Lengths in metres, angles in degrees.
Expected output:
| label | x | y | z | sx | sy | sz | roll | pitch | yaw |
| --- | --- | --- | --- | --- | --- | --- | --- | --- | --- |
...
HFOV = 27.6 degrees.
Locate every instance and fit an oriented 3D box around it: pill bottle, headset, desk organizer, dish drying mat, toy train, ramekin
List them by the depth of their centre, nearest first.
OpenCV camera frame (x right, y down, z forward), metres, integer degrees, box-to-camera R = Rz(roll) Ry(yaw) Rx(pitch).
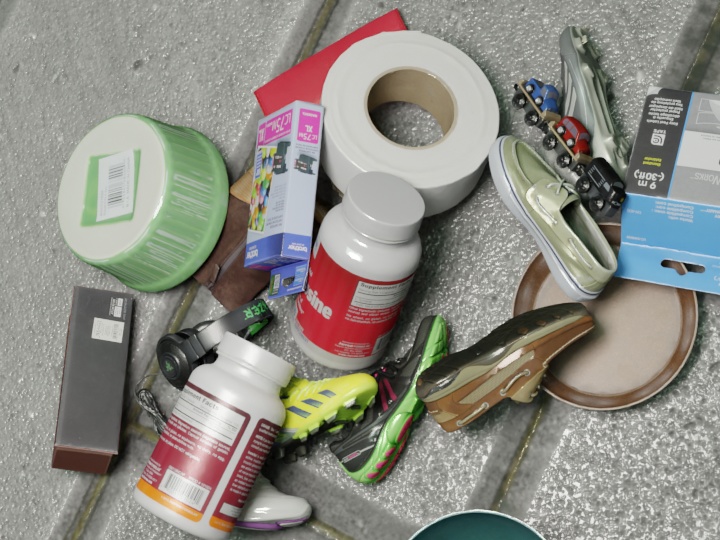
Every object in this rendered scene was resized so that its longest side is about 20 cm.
| label | x | y | z | sx | sy | sz | roll | pitch | yaw |
| --- | --- | --- | --- | --- | --- | --- | --- | --- | --- |
| pill bottle | -0.148 | 0.174 | 1.545 | 0.112 | 0.113 | 0.202 | 24 | 84 | 21 |
| toy train | 0.220 | -0.138 | 1.550 | 0.046 | 0.034 | 0.201 | -50 | 52 | 26 |
| pill bottle | 0.000 | 0.000 | 1.553 | 0.112 | 0.112 | 0.201 | 39 | 132 | 22 |
| headset | -0.176 | 0.107 | 1.650 | 0.199 | 0.123 | 0.095 | -34 | 83 | 24 |
| ramekin | -0.258 | -0.084 | 1.698 | 0.198 | 0.097 | 0.203 | -11 | 71 | 32 |
| desk organizer | -0.312 | 0.128 | 1.702 | 0.071 | 0.077 | 0.202 | 9 | 60 | -14 |
| dish drying mat | -0.027 | -0.229 | 1.730 | 0.198 | 0.018 | 0.077 | -29 | 71 | 9 |

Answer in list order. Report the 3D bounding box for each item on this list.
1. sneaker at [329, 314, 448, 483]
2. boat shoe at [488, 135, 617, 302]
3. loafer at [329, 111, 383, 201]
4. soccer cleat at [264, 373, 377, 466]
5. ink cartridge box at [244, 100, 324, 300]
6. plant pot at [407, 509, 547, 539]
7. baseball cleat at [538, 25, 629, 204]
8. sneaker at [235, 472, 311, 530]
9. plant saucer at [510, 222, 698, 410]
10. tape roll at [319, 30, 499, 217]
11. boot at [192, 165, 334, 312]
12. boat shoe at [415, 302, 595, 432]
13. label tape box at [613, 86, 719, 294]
| label | x | y | z | sx | sy | sz | roll | pitch | yaw |
| --- | --- | --- | --- | --- | --- | --- | --- | --- | --- |
| sneaker | 0.031 | 0.131 | 1.592 | 0.083 | 0.077 | 0.201 | 30 | 86 | 18 |
| boat shoe | 0.207 | -0.065 | 1.543 | 0.062 | 0.072 | 0.201 | -44 | 71 | 44 |
| loafer | 0.000 | -0.103 | 1.655 | 0.075 | 0.068 | 0.202 | -13 | 65 | -18 |
| soccer cleat | -0.057 | 0.145 | 1.582 | 0.200 | 0.064 | 0.085 | -36 | 64 | 44 |
| ink cartridge box | -0.085 | -0.074 | 1.592 | 0.041 | 0.119 | 0.203 | 6 | 82 | -24 |
| plant pot | 0.132 | 0.348 | 1.474 | 0.197 | 0.135 | 0.203 | -4 | 75 | 17 |
| baseball cleat | 0.229 | -0.170 | 1.605 | 0.106 | 0.069 | 0.202 | -28 | 58 | 28 |
| sneaker | -0.145 | 0.231 | 1.624 | 0.198 | 0.075 | 0.101 | 10 | 81 | 20 |
| plant saucer | 0.260 | 0.050 | 1.560 | 0.198 | 0.034 | 0.203 | -4 | 76 | 18 |
| tape roll | 0.050 | -0.162 | 1.615 | 0.200 | 0.071 | 0.205 | 3 | 64 | -7 |
| boot | -0.092 | -0.013 | 1.684 | 0.200 | 0.072 | 0.167 | 40 | 103 | 21 |
| boat shoe | 0.156 | 0.102 | 1.533 | 0.198 | 0.076 | 0.074 | -27 | 102 | 1 |
| label tape box | 0.351 | -0.085 | 1.523 | 0.142 | 0.063 | 0.202 | 10 | 66 | 20 |
